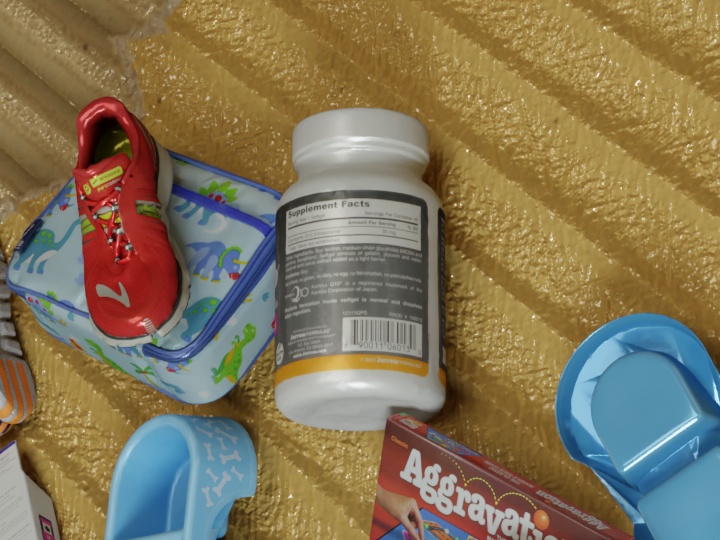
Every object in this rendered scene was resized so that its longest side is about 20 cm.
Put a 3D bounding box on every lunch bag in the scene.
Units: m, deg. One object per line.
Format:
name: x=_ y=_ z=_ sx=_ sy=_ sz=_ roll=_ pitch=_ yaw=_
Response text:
lunch bag: x=-0.142 y=-0.007 z=1.756 sx=0.200 sy=0.083 sz=0.161 roll=24 pitch=66 yaw=35

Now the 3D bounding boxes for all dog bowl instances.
dog bowl: x=0.201 y=0.121 z=1.534 sx=0.111 sy=0.050 sz=0.200 roll=-37 pitch=59 yaw=18
dog bowl: x=-0.131 y=0.192 z=1.703 sx=0.111 sy=0.049 sz=0.201 roll=-16 pitch=61 yaw=44

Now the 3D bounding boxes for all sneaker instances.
sneaker: x=-0.324 y=0.044 z=1.877 sx=0.112 sy=0.078 sz=0.201 roll=-27 pitch=62 yaw=22
sneaker: x=-0.169 y=-0.035 z=1.678 sx=0.077 sy=0.085 sz=0.200 roll=-20 pitch=50 yaw=8

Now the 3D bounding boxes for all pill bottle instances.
pill bottle: x=0.000 y=0.000 z=1.661 sx=0.116 sy=0.116 sz=0.201 roll=-11 pitch=69 yaw=30

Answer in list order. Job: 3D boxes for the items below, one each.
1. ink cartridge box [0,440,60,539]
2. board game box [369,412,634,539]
ink cartridge box: x=-0.259 y=0.226 z=1.789 sx=0.095 sy=0.037 sz=0.200 roll=-37 pitch=46 yaw=18
board game box: x=0.086 y=0.176 z=1.575 sx=0.200 sy=0.019 sz=0.103 roll=26 pitch=117 yaw=39
